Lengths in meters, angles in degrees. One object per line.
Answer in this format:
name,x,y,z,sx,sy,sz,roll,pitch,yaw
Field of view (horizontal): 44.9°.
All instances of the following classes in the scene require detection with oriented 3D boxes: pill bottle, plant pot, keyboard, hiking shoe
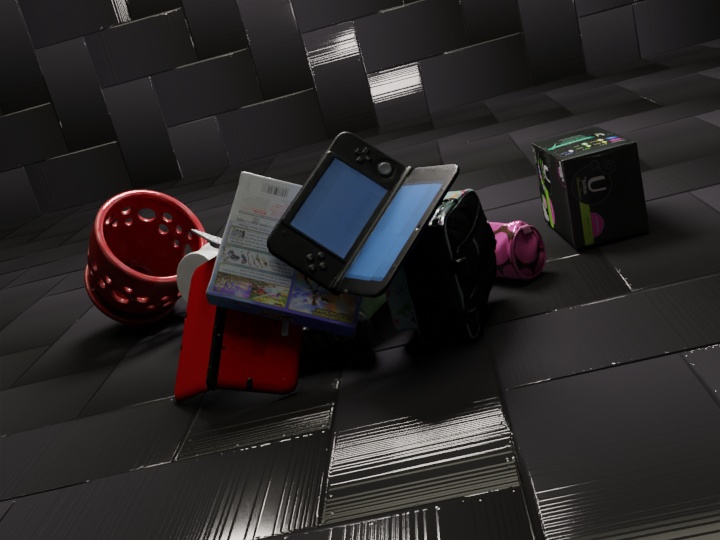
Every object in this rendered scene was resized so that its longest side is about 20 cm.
pill bottle,-0.217,0.000,1.501,0.115,0.117,0.199,-5,8,31
plant pot,-0.396,-0.013,1.562,0.200,0.201,0.183,-32,-14,-45
keyboard,-0.163,-0.027,1.289,0.056,0.011,0.199,34,9,37
hiking shoe,-0.069,0.098,1.213,0.199,0.076,0.101,-4,36,42

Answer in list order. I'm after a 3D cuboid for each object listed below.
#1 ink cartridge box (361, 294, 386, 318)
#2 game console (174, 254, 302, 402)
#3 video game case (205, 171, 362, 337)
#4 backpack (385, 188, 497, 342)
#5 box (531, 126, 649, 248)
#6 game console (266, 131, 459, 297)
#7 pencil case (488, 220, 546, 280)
ink cartridge box,0.000,0.000,1.351,0.145,0.048,0.200,18,52,41
game console,-0.164,0.079,1.198,0.170,0.202,0.119,6,-22,-4
video game case,-0.085,-0.022,1.158,0.198,0.183,0.046,13,-23,-1
backpack,0.112,-0.014,1.194,0.149,0.179,0.200,-4,27,29
box,0.371,-0.140,1.425,0.123,0.150,0.200,-14,17,1
game console,0.000,-0.078,1.092,0.201,0.170,0.118,-57,-4,-16
pencil case,0.196,-0.041,1.354,0.090,0.095,0.199,-5,9,-37
